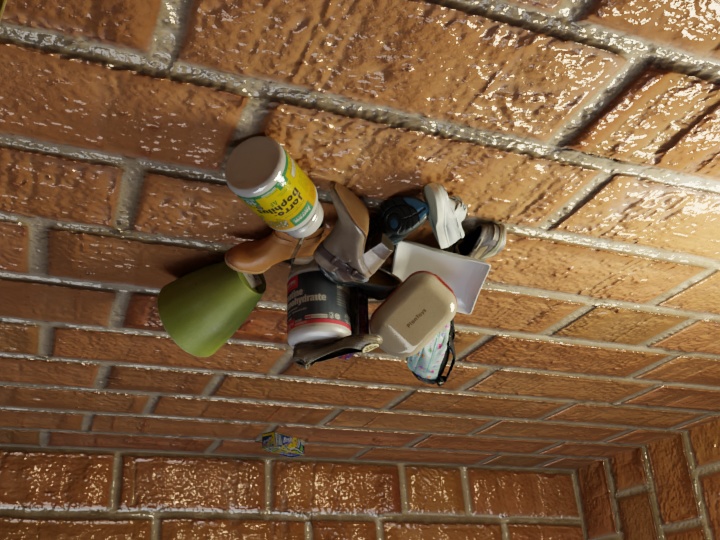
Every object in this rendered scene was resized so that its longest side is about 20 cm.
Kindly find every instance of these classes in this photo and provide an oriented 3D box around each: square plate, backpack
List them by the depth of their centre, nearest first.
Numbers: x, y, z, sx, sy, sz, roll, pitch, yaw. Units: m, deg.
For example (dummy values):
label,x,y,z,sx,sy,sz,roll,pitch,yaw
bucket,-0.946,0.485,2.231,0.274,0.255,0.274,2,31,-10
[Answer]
label,x,y,z,sx,sy,sz,roll,pitch,yaw
square plate,0.163,0.011,1.642,0.198,0.029,0.199,15,145,3
backpack,0.183,0.191,2.000,0.125,0.168,0.201,3,148,-1

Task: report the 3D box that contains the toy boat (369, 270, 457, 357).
label,x,y,z,sx,sy,sz,roll,pitch,yaw
toy boat,0.109,0.088,1.645,0.130,0.131,0.200,43,101,-9

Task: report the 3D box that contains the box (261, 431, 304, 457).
label,x,y,z,sx,sy,sz,roll,pitch,yaw
box,-0.311,0.707,3.097,0.070,0.065,0.200,-18,149,28

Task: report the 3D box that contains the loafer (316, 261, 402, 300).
label,x,y,z,sx,sy,sz,roll,pitch,yaw
loafer,0.000,0.000,1.612,0.199,0.074,0.072,21,151,-32

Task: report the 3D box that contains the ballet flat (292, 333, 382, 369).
label,x,y,z,sx,sy,sz,roll,pitch,yaw
ballet flat,-0.048,0.169,1.586,0.198,0.047,0.067,-12,153,13

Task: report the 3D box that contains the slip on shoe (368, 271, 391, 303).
label,x,y,z,sx,sy,sz,roll,pitch,yaw
slip on shoe,0.068,0.035,1.751,0.198,0.077,0.060,-9,176,28

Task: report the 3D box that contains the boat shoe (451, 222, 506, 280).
label,x,y,z,sx,sy,sz,roll,pitch,yaw
boat shoe,0.228,-0.044,1.628,0.073,0.075,0.200,19,139,-21

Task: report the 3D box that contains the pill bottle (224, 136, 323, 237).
label,x,y,z,sx,sy,sz,roll,pitch,yaw
pill bottle,-0.142,-0.137,1.339,0.112,0.114,0.200,-12,152,18

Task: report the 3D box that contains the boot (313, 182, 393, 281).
label,x,y,z,sx,sy,sz,roll,pitch,yaw
boot,-0.036,-0.061,1.481,0.146,0.070,0.200,-28,113,33

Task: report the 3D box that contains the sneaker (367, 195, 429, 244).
label,x,y,z,sx,sy,sz,roll,pitch,yaw
sneaker,0.069,-0.094,1.516,0.081,0.074,0.199,-2,165,-43

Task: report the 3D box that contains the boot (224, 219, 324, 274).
label,x,y,z,sx,sy,sz,roll,pitch,yaw
boot,-0.169,-0.056,1.537,0.198,0.077,0.155,1,156,-14

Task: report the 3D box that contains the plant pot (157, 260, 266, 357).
label,x,y,z,sx,sy,sz,roll,pitch,yaw
plant pot,-0.310,0.059,1.682,0.199,0.188,0.187,-34,143,23

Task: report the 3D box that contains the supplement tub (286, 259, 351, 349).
label,x,y,z,sx,sy,sz,roll,pitch,yaw
supplement tub,-0.091,0.069,1.661,0.139,0.202,0.141,-2,154,-1

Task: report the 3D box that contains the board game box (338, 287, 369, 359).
label,x,y,z,sx,sy,sz,roll,pitch,yaw
board game box,-0.018,0.083,1.699,0.032,0.202,0.120,8,152,-18

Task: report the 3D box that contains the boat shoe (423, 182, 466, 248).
label,x,y,z,sx,sy,sz,roll,pitch,yaw
boat shoe,0.169,-0.115,1.483,0.071,0.070,0.201,-24,151,-1

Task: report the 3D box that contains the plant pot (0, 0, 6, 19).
label,x,y,z,sx,sy,sz,roll,pitch,yaw
plant pot,-0.587,-0.280,0.933,0.175,0.202,0.199,-10,156,41
